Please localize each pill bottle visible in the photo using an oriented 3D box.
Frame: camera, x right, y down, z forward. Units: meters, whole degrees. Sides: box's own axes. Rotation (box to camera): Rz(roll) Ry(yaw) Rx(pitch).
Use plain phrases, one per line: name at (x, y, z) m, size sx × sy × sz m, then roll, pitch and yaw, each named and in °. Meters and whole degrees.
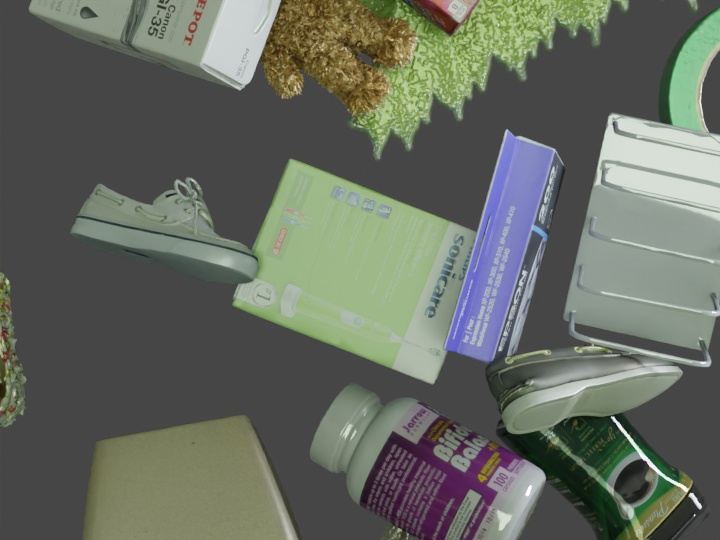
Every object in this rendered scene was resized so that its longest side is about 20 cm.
pill bottle at (0.058, 0.185, 1.488) m, size 0.200 × 0.112 × 0.112 m, roll 28°, pitch 90°, yaw 14°

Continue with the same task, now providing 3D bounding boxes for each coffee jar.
coffee jar at (0.227, 0.185, 1.515) m, size 0.104 × 0.085 × 0.200 m, roll -43°, pitch 92°, yaw -15°

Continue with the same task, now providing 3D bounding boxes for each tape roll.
tape roll at (0.384, -0.160, 1.536) m, size 0.200 × 0.048 × 0.201 m, roll 0°, pitch 92°, yaw -2°

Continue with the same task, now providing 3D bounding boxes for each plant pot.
plant pot at (-0.150, 0.231, 1.463) m, size 0.200 × 0.200 × 0.177 m, roll -10°, pitch 79°, yaw -2°

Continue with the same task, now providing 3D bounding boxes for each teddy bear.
teddy bear at (-0.046, -0.227, 1.505) m, size 0.145 × 0.067 × 0.200 m, roll -42°, pitch 93°, yaw 8°

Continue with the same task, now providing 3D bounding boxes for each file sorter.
file sorter at (0.270, -0.026, 1.466) m, size 0.139 × 0.125 × 0.200 m, roll 12°, pitch 102°, yaw 6°

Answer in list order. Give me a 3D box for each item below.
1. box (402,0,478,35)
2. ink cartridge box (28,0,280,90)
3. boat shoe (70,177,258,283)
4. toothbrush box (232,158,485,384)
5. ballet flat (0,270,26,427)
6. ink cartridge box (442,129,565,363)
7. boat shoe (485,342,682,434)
box at (0.106, -0.327, 1.499) m, size 0.100 × 0.095 × 0.200 m, roll 36°, pitch 90°, yaw -1°
ink cartridge box at (-0.176, -0.263, 1.459) m, size 0.200 × 0.083 × 0.147 m, roll 20°, pitch 89°, yaw 26°
boat shoe at (-0.168, -0.047, 1.482) m, size 0.202 × 0.075 × 0.086 m, roll 13°, pitch 76°, yaw 34°
toothbrush box at (0.000, 0.000, 1.507) m, size 0.200 × 0.086 × 0.146 m, roll 21°, pitch 91°, yaw -1°
ballet flat at (-0.355, 0.049, 1.507) m, size 0.076 × 0.064 × 0.200 m, roll -19°, pitch 91°, yaw -1°
ink cartridge box at (0.133, -0.015, 1.454) m, size 0.043 × 0.200 × 0.198 m, roll 16°, pitch 91°, yaw 14°
boat shoe at (0.200, 0.094, 1.442) m, size 0.202 × 0.072 × 0.060 m, roll -7°, pitch 55°, yaw -34°
